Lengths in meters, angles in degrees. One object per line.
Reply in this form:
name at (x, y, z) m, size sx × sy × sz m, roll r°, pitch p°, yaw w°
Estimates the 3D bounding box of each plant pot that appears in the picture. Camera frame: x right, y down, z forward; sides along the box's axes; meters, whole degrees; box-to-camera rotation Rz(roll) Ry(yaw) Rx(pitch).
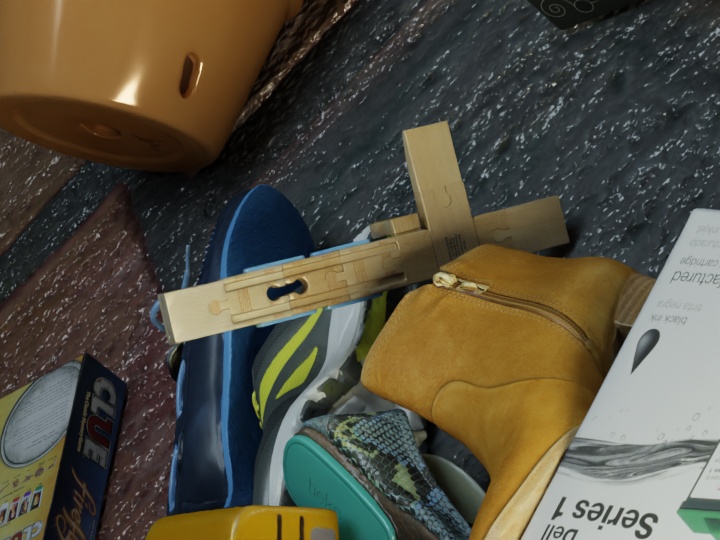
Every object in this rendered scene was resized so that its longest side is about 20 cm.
plant pot at (-0.134, -0.143, 1.596) m, size 0.200 × 0.200 × 0.140 m, roll -5°, pitch 69°, yaw 51°

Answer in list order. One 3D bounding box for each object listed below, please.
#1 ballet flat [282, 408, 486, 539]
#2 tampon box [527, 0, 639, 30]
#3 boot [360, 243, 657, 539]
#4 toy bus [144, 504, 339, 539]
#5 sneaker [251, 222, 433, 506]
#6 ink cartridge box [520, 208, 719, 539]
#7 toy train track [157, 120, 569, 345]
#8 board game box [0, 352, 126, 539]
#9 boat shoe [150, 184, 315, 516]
ballet flat at (0.041, 0.122, 1.178) m, size 0.074 × 0.074 × 0.200 m, roll -46°, pitch 50°, yaw 8°
tampon box at (0.135, -0.232, 1.360) m, size 0.200 × 0.150 × 0.126 m, roll -18°, pitch 44°, yaw 42°
boot at (0.055, 0.063, 1.173) m, size 0.144 × 0.071 × 0.201 m, roll 10°, pitch 41°, yaw 36°
toy bus at (-0.051, 0.199, 1.168) m, size 0.065 × 0.078 × 0.201 m, roll -12°, pitch 76°, yaw 46°
sneaker at (-0.015, 0.069, 1.325) m, size 0.085 × 0.074 × 0.200 m, roll -31°, pitch 26°, yaw 40°
ink cartridge box at (0.152, 0.085, 1.057) m, size 0.146 × 0.084 × 0.200 m, roll 6°, pitch 61°, yaw 51°
toy train track at (0.000, 0.000, 1.292) m, size 0.200 × 0.115 × 0.033 m, roll -14°, pitch 1°, yaw -23°
board game box at (-0.217, 0.141, 1.536) m, size 0.200 × 0.035 × 0.136 m, roll -27°, pitch 37°, yaw 34°
boat shoe at (-0.071, 0.042, 1.405) m, size 0.069 × 0.084 × 0.200 m, roll -29°, pitch 35°, yaw 35°
